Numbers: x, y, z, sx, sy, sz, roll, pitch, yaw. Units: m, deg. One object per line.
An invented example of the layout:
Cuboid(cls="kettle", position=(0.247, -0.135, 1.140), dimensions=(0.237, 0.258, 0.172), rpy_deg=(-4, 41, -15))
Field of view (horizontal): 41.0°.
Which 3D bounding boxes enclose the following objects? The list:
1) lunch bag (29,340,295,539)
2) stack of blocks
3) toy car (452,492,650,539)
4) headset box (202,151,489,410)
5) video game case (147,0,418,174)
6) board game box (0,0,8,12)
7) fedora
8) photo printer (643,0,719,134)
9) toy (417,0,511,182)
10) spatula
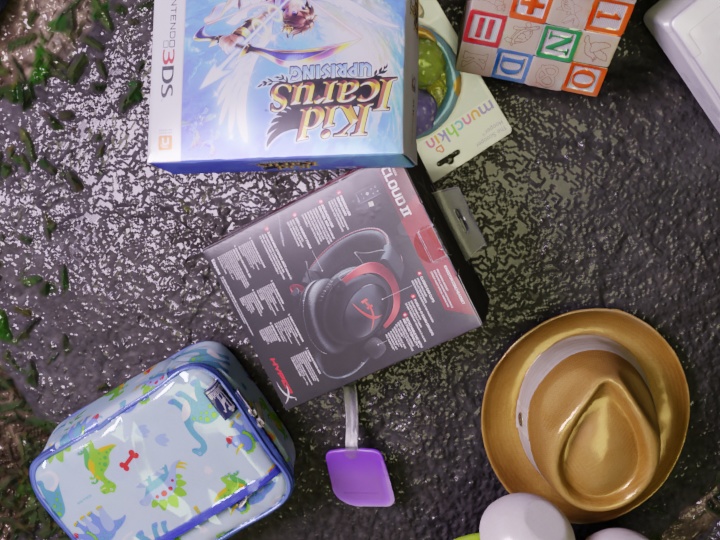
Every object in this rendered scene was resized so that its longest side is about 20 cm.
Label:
Cuboid(cls="lunch bag", position=(-0.163, 0.169, 0.828), dimensions=(0.199, 0.083, 0.161), rpy_deg=(-30, 105, 7))
Cuboid(cls="stack of blocks", position=(0.144, -0.228, 0.687), dimensions=(0.114, 0.059, 0.201), rpy_deg=(10, 140, 0))
Cuboid(cls="toy car", position=(0.153, 0.296, 0.804), dimensions=(0.199, 0.151, 0.176), rpy_deg=(21, 132, -6))
Cuboid(cls="headset box", position=(0.000, 0.000, 0.765), dimensions=(0.199, 0.075, 0.149), rpy_deg=(-26, 97, 17))
Cuboid(cls="video game case", position=(-0.057, -0.166, 0.709), dimensions=(0.198, 0.045, 0.183), rpy_deg=(0, 85, 16))
Cuboid(cls="board game box", position=(-0.351, -0.228, 0.750), dimensions=(0.135, 0.035, 0.200), rpy_deg=(36, 101, -9))
Cuboid(cls="fedora", position=(0.199, 0.136, 0.820), dimensions=(0.199, 0.082, 0.202), rpy_deg=(0, 103, -1))
Cuboid(cls="photo printer", position=(0.343, -0.198, 0.743), dimensions=(0.200, 0.070, 0.167), rpy_deg=(-40, 108, 8))
Cuboid(cls="toy", position=(0.025, -0.162, 0.764), dimensions=(0.115, 0.047, 0.201), rpy_deg=(-32, 102, 8))
Cuboid(cls="spatula", position=(-0.010, 0.116, 0.844), dimensions=(0.056, 0.021, 0.202), rpy_deg=(-5, 100, 17))
